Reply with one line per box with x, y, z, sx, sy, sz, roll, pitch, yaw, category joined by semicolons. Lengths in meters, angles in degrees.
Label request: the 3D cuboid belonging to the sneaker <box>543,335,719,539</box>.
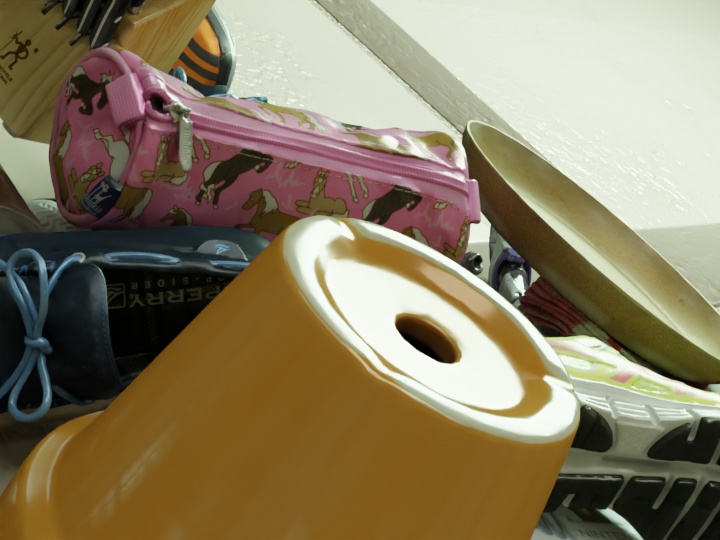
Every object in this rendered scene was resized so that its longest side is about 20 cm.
0.115;0.066;0.837;0.200;0.078;0.090;20;23;-24;sneaker

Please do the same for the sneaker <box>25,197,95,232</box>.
-0.072;0.018;0.908;0.200;0.075;0.115;32;26;4;sneaker

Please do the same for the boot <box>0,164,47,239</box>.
-0.236;-0.060;0.832;0.186;0.064;0.200;7;31;-25;boot

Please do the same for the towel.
0.173;0.070;0.995;0.200;0.023;0.144;43;14;11;towel

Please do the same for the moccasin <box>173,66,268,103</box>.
-0.090;-0.067;1.061;0.068;0.080;0.200;54;14;10;moccasin

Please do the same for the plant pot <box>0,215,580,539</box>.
-0.019;0.088;0.704;0.200;0.183;0.200;28;24;-14;plant pot

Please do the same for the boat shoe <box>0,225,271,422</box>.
-0.114;0.015;0.772;0.200;0.084;0.069;-18;18;-22;boat shoe

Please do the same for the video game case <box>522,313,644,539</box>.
0.086;0.079;0.901;0.182;0.023;0.200;12;29;-40;video game case

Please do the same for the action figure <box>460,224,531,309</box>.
0.104;0.021;1.130;0.130;0.069;0.200;17;18;-1;action figure

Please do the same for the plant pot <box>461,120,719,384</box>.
0.125;-0.005;1.001;0.200;0.027;0.200;38;13;-10;plant pot

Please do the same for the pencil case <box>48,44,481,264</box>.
-0.042;-0.043;0.873;0.200;0.083;0.087;12;20;-35;pencil case

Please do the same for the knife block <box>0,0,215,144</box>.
-0.106;-0.138;0.908;0.064;0.176;0.200;51;6;6;knife block

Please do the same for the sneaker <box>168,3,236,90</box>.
-0.171;-0.153;1.133;0.200;0.078;0.112;34;25;29;sneaker
